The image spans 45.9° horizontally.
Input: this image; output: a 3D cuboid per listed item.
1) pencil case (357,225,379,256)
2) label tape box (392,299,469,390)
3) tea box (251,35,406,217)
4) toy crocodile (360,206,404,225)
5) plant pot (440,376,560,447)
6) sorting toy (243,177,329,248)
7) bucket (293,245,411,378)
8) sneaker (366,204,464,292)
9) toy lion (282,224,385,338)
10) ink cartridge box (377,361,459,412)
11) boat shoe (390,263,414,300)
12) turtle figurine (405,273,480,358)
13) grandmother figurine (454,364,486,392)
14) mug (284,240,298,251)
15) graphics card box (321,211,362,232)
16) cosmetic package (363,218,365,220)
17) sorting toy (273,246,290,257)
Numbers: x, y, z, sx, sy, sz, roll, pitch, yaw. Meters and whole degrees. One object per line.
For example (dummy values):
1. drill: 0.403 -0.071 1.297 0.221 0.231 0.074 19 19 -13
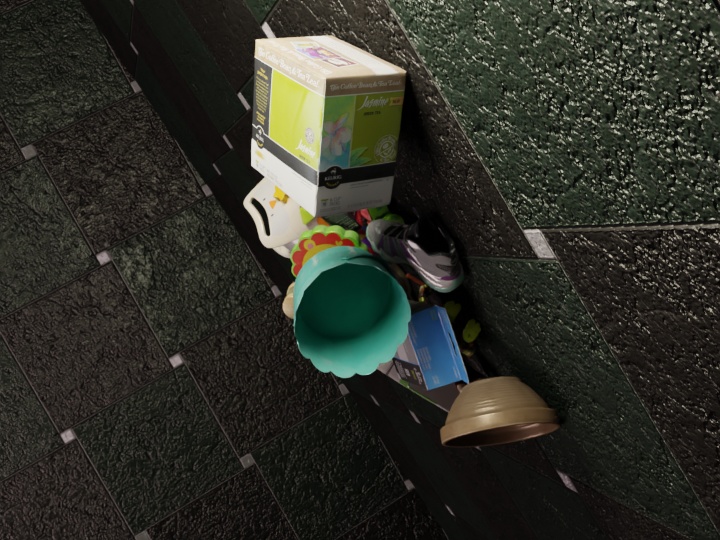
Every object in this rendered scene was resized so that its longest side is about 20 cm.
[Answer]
1. pencil case: 0.000 0.000 1.653 0.200 0.088 0.088 -86 -22 -46
2. label tape box: 0.108 0.134 1.522 0.143 0.066 0.200 70 164 -9
3. tea box: -0.052 -0.210 1.199 0.200 0.134 0.197 40 134 46
4. toy crocodile: 0.025 -0.108 1.501 0.200 0.062 0.068 61 171 -26
5. plant pot: 0.231 0.237 1.443 0.201 0.201 0.093 91 173 -70
6. sorting toy: -0.136 -0.138 1.639 0.200 0.180 0.107 61 -165 21
7. bucket: -0.021 0.061 1.435 0.207 0.207 0.135 60 -177 -22
8. sneaker: 0.085 -0.062 1.384 0.200 0.078 0.140 30 153 28
9. toy lion: -0.039 0.020 1.526 0.200 0.192 0.069 28 -154 -6
10. ink cartridge box: 0.135 0.221 1.800 0.145 0.084 0.200 32 175 -21
11. boat shoe: 0.077 0.073 1.776 0.075 0.068 0.200 40 161 49
12. turtle figurine: 0.149 0.089 1.559 0.200 0.064 0.161 56 168 -3
13. grandmother figurine: 0.216 0.212 1.599 0.200 0.061 0.121 41 -169 23
14. mug: -0.068 -0.076 1.856 0.153 0.187 0.149 44 133 10
15. graphics card box: -0.072 -0.163 1.495 0.200 0.051 0.126 40 -145 -35
16. cosmetic package: -0.078 -0.158 1.722 0.200 0.083 0.051 49 169 29
17. sorting toy: -0.094 -0.025 2.008 0.180 0.107 0.200 46 -177 18
